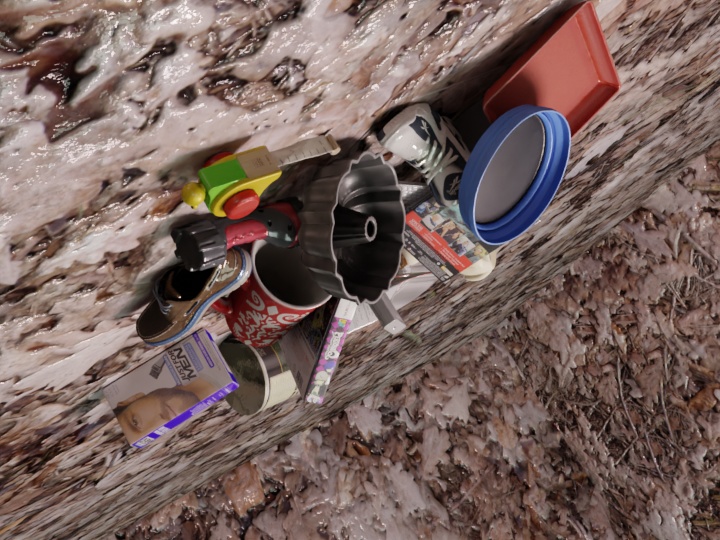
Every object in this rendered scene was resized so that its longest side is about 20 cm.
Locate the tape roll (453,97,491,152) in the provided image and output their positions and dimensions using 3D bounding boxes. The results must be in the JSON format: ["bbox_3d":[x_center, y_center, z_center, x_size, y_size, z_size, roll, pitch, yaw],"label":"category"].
[{"bbox_3d":[0.212,-0.209,1.351,0.199,0.067,0.201,-31,167,-8],"label":"tape roll"}]

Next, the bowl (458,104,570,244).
[{"bbox_3d":[0.211,-0.133,1.194,0.199,0.039,0.203,-29,138,-31],"label":"bowl"}]

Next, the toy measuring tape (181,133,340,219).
[{"bbox_3d":[-0.114,-0.105,0.974,0.198,0.074,0.074,-23,163,-34],"label":"toy measuring tape"}]

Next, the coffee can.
[{"bbox_3d":[-0.159,0.178,1.670,0.199,0.147,0.146,-18,160,-47],"label":"coffee can"}]

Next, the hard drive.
[{"bbox_3d":[0.000,0.000,1.296,0.026,0.201,0.132,-33,168,3],"label":"hard drive"}]

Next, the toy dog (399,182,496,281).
[{"bbox_3d":[0.132,-0.064,1.489,0.197,0.141,0.195,2,148,15],"label":"toy dog"}]

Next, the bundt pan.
[{"bbox_3d":[-0.017,-0.058,1.156,0.075,0.205,0.201,5,-173,30],"label":"bundt pan"}]

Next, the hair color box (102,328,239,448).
[{"bbox_3d":[-0.319,0.199,1.465,0.199,0.110,0.065,-32,166,-5],"label":"hair color box"}]

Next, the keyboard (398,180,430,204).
[{"bbox_3d":[0.083,-0.116,1.329,0.197,0.011,0.056,2,149,-22],"label":"keyboard"}]

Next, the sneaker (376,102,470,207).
[{"bbox_3d":[0.106,-0.148,1.184,0.079,0.130,0.199,-38,166,17],"label":"sneaker"}]

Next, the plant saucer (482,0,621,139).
[{"bbox_3d":[0.263,-0.250,1.212,0.200,0.037,0.200,-44,142,2],"label":"plant saucer"}]

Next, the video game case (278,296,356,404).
[{"bbox_3d":[-0.068,0.076,1.329,0.035,0.200,0.183,13,106,-21],"label":"video game case"}]

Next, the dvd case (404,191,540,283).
[{"bbox_3d":[0.155,-0.074,1.336,0.199,0.146,0.022,-35,-152,33],"label":"dvd case"}]

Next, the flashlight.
[{"bbox_3d":[-0.142,-0.044,1.105,0.067,0.069,0.199,0,-165,38],"label":"flashlight"}]

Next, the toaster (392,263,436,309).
[{"bbox_3d":[0.059,0.003,1.635,0.199,0.115,0.129,-36,164,31],"label":"toaster"}]

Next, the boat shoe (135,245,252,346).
[{"bbox_3d":[-0.240,0.027,1.165,0.199,0.073,0.072,-40,153,16],"label":"boat shoe"}]

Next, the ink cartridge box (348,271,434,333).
[{"bbox_3d":[0.012,0.054,1.447,0.198,0.048,0.160,-20,-174,-21],"label":"ink cartridge box"}]

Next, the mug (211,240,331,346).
[{"bbox_3d":[-0.145,0.021,1.288,0.200,0.176,0.135,-46,-157,57],"label":"mug"}]
